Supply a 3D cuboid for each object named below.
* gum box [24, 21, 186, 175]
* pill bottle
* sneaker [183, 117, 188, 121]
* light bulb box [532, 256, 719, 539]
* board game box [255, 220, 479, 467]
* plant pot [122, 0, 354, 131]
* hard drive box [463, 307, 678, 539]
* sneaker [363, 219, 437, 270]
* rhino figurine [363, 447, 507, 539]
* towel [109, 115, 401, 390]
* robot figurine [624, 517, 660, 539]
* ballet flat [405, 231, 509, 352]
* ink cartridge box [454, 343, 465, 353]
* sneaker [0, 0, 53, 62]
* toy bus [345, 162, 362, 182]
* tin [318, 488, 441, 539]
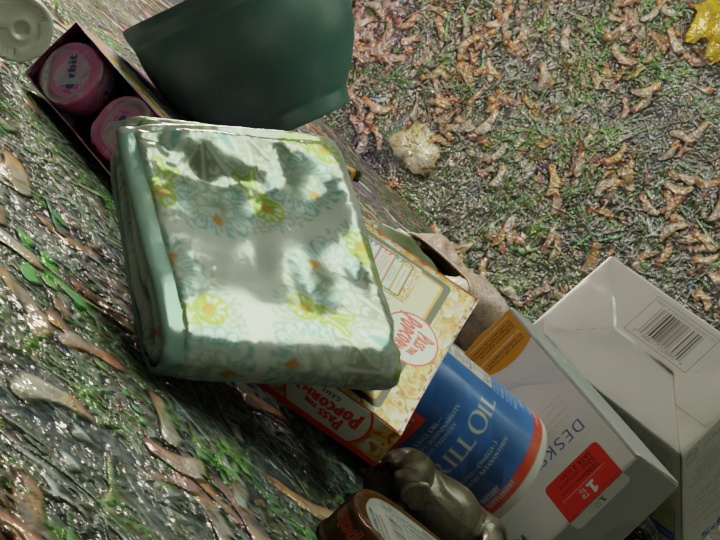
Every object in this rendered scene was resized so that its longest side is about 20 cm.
[{"bbox_3d":[-0.179,-0.105,1.249,0.200,0.066,0.113,48,5,24],"label":"gum box"},{"bbox_3d":[0.037,0.101,1.137,0.200,0.112,0.112,39,9,-18],"label":"pill bottle"},{"bbox_3d":[-0.174,-0.146,1.393,0.200,0.099,0.071,44,9,2],"label":"sneaker"},{"bbox_3d":[0.270,0.131,1.408,0.198,0.125,0.200,40,-21,33],"label":"light bulb box"},{"bbox_3d":[-0.033,0.020,1.035,0.200,0.046,0.152,35,45,0],"label":"board game box"},{"bbox_3d":[-0.087,-0.183,1.290,0.200,0.200,0.134,-85,153,-80],"label":"plant pot"},{"bbox_3d":[0.140,0.155,1.243,0.077,0.156,0.200,37,10,-45],"label":"hard drive box"},{"bbox_3d":[0.000,0.000,1.251,0.200,0.067,0.090,0,55,-59],"label":"sneaker"},{"bbox_3d":[0.076,0.195,1.047,0.200,0.060,0.087,44,5,-26],"label":"rhino figurine"},{"bbox_3d":[-0.070,-0.014,0.974,0.171,0.048,0.200,4,53,-27],"label":"towel"},{"bbox_3d":[0.224,0.228,1.395,0.145,0.058,0.200,35,-21,20],"label":"robot figurine"},{"bbox_3d":[0.075,0.020,1.382,0.067,0.068,0.200,18,16,-27],"label":"ballet flat"},{"bbox_3d":[0.037,0.068,1.427,0.145,0.084,0.200,43,8,-10],"label":"ink cartridge box"},{"bbox_3d":[-0.335,-0.241,1.162,0.200,0.081,0.146,36,3,-35],"label":"sneaker"},{"bbox_3d":[-0.053,-0.079,1.321,0.078,0.065,0.200,27,3,-7],"label":"toy bus"},{"bbox_3d":[0.055,0.212,0.936,0.200,0.042,0.112,42,12,-25],"label":"tin"}]
